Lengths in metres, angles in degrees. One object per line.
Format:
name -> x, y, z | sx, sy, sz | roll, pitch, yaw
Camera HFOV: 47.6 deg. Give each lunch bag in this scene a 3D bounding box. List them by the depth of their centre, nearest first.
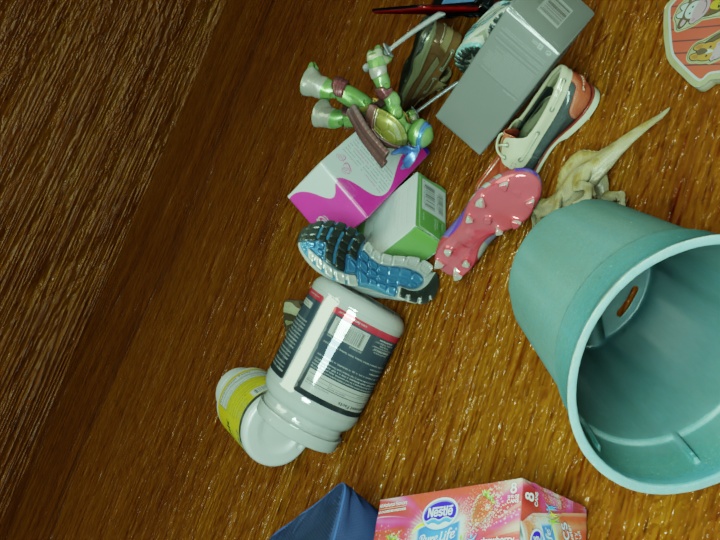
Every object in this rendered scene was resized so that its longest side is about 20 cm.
lunch bag -> -0.022, 0.341, 0.887 | 0.200, 0.132, 0.137 | -42, 15, 32

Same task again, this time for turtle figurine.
turtle figurine -> 0.029, -0.244, 1.115 | 0.191, 0.143, 0.204 | 15, 97, 22

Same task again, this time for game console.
game console -> 0.135, -0.469, 1.324 | 0.175, 0.117, 0.200 | -62, 28, 3

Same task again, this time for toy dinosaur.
toy dinosaur -> 0.244, -0.097, 0.873 | 0.200, 0.058, 0.102 | -43, 32, 35

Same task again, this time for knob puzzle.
knob puzzle -> 0.378, -0.277, 0.823 | 0.219, 0.030, 0.222 | -42, 34, 37

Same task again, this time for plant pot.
plant pot -> 0.221, 0.038, 0.668 | 0.202, 0.198, 0.196 | -57, 20, 12

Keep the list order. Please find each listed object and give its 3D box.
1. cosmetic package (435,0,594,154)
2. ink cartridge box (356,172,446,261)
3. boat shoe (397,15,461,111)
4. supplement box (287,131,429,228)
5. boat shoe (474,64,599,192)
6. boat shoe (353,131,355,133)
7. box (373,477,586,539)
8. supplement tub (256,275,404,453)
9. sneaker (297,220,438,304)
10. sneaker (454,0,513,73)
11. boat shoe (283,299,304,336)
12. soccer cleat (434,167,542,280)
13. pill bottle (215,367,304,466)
cosmetic package -> 0.183, -0.247, 0.996 | 0.107, 0.090, 0.200 | -49, 0, -35
ink cartridge box -> 0.039, -0.040, 1.183 | 0.199, 0.059, 0.105 | -38, 34, 40
boat shoe -> 0.105, -0.306, 1.274 | 0.201, 0.072, 0.077 | 116, 166, -64
supplement box -> 0.000, -0.143, 1.206 | 0.103, 0.102, 0.200 | -36, 8, 46
boat shoe -> 0.202, -0.160, 0.999 | 0.200, 0.062, 0.072 | -48, 32, 30
boat shoe -> 0.006, -0.145, 1.328 | 0.069, 0.070, 0.203 | 4, 72, 55
box -> 0.103, 0.265, 0.759 | 0.199, 0.095, 0.101 | -25, 45, 47
supplement tub -> -0.041, 0.123, 1.095 | 0.202, 0.139, 0.140 | -62, 27, 2
sneaker -> 0.000, 0.000, 1.079 | 0.086, 0.197, 0.076 | -21, 48, 64
sneaker -> 0.207, -0.350, 1.142 | 0.199, 0.077, 0.088 | -17, 49, 55
boat shoe -> -0.064, 0.089, 1.258 | 0.202, 0.073, 0.076 | 179, 101, -67
soccer cleat -> 0.151, -0.066, 0.981 | 0.201, 0.066, 0.077 | -54, 8, 48
pill bottle -> -0.158, 0.214, 1.256 | 0.113, 0.110, 0.199 | -64, 26, -3
